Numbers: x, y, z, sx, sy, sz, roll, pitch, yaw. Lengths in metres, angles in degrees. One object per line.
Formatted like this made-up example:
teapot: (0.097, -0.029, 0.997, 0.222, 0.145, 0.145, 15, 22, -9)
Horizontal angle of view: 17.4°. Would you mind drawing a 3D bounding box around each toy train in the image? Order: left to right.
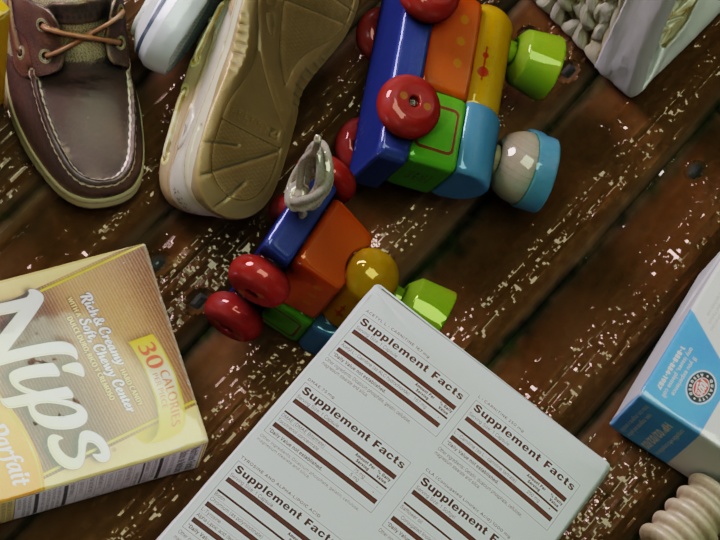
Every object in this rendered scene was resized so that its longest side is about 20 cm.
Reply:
toy train: (0.000, 0.000, 1.207, 0.116, 0.200, 0.085, 33, 69, -3)
toy train: (0.064, -0.134, 1.322, 0.116, 0.085, 0.200, 17, 69, -16)

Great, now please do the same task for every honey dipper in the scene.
honey dipper: (0.127, 0.188, 1.251, 0.038, 0.038, 0.200, 44, 71, 6)

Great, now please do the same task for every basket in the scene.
basket: (0.166, -0.216, 1.314, 0.123, 0.200, 0.136, 42, 69, 12)

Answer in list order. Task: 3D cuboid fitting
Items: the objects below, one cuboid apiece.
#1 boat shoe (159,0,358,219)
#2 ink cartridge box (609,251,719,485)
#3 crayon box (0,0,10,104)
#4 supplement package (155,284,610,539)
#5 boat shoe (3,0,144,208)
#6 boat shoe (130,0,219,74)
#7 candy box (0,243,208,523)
boat shoe: (-0.061, -0.121, 1.303, 0.074, 0.069, 0.200, 35, 68, -31)
ink cartridge box: (0.254, 0.087, 1.292, 0.200, 0.068, 0.115, 34, 68, 3)
crayon box: (-0.250, -0.146, 1.248, 0.051, 0.127, 0.200, -41, 84, -20)
supplement package: (-0.017, 0.154, 1.135, 0.147, 0.191, 0.200, 38, 56, 5)
boat shoe: (-0.161, -0.134, 1.288, 0.072, 0.072, 0.200, -8, 73, -13)
boat shoe: (-0.095, -0.197, 1.327, 0.067, 0.074, 0.200, 27, 56, -3)
candy box: (-0.191, 0.070, 1.222, 0.200, 0.055, 0.116, -16, 75, -14)
